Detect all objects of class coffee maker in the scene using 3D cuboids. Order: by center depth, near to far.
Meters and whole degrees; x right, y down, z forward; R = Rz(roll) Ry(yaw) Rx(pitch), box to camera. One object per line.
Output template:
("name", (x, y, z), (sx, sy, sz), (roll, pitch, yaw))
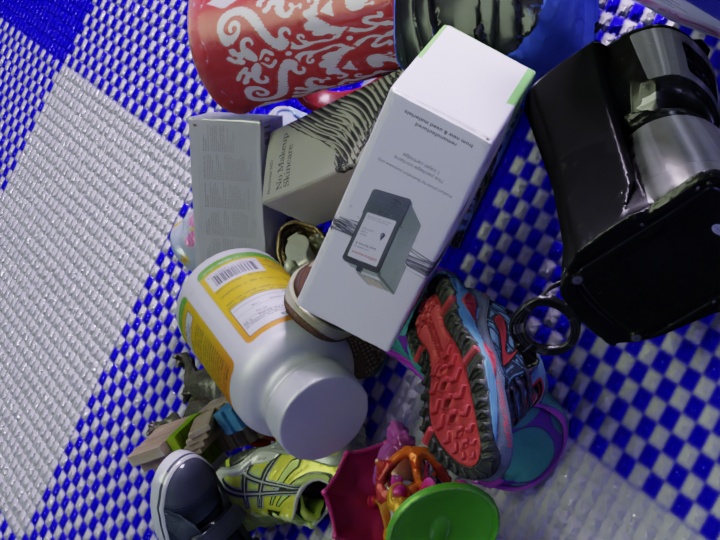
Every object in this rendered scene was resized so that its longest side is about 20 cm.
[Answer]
("coffee maker", (0.179, -0.061, 1.047), (0.192, 0.135, 0.200), (-15, 39, 7))

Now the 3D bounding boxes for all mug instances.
("mug", (-0.024, -0.220, 1.331), (0.200, 0.177, 0.134), (-8, 85, 29))

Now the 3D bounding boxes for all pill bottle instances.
("pill bottle", (-0.074, 0.073, 1.276), (0.111, 0.111, 0.200), (-59, 39, 13))

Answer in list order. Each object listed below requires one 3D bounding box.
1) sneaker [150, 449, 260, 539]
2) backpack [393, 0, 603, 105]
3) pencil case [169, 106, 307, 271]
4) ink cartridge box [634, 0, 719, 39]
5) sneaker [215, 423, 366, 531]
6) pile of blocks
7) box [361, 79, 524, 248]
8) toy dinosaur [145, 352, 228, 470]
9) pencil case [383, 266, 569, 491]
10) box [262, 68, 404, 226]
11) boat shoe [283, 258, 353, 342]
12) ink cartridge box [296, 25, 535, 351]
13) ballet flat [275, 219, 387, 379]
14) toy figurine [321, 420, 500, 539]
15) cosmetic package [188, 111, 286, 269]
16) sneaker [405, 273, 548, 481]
("sneaker", (-0.123, 0.248, 1.309), (0.079, 0.200, 0.078), (13, 38, 36))
("backpack", (0.123, -0.231, 1.210), (0.162, 0.168, 0.200), (-11, 66, 38))
("pencil case", (-0.112, -0.076, 1.512), (0.200, 0.083, 0.091), (-47, 54, 28))
("ink cartridge box", (0.227, -0.202, 1.040), (0.200, 0.196, 0.043), (40, 106, 54))
("sneaker", (-0.072, 0.198, 1.327), (0.200, 0.075, 0.077), (-39, 44, 36))
("pile of blocks", (-0.114, 0.150, 1.368), (0.200, 0.062, 0.082), (-28, 11, 11))
("box", (0.052, -0.116, 1.359), (0.200, 0.038, 0.137), (32, 98, 54))
("toy dinosaur", (-0.152, 0.135, 1.483), (0.102, 0.077, 0.200), (7, 73, 41))
("pencil case", (0.082, 0.083, 1.176), (0.092, 0.085, 0.200), (-40, 40, 5))
("box", (-0.001, -0.108, 1.331), (0.200, 0.068, 0.082), (-20, 57, 46))
("boat shoe", (-0.005, -0.004, 1.262), (0.075, 0.075, 0.202), (-56, -3, 21))
("ink cartridge box", (0.041, -0.062, 1.115), (0.200, 0.084, 0.146), (-65, -5, 33))
("ballet flat", (-0.036, 0.022, 1.370), (0.070, 0.065, 0.200), (-37, 42, 2))
("toy figurine", (0.029, 0.189, 1.142), (0.184, 0.150, 0.200), (-113, 28, -56))
("cosmetic package", (-0.117, -0.051, 1.442), (0.082, 0.051, 0.200), (6, 106, 24))
("sneaker", (0.096, 0.074, 1.041), (0.200, 0.095, 0.079), (-96, 30, -55))
